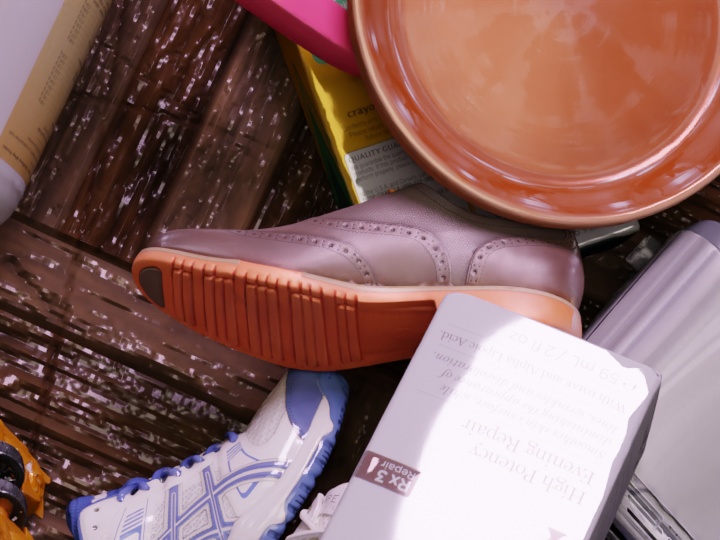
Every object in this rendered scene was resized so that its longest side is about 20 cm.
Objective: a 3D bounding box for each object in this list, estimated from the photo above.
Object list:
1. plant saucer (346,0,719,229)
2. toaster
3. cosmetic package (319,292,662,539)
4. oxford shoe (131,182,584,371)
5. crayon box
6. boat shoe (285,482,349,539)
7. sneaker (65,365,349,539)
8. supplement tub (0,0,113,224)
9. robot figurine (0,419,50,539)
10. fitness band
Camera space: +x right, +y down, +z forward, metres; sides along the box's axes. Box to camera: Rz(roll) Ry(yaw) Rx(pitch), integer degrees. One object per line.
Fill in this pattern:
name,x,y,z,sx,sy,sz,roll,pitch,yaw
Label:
plant saucer,0.091,-0.117,1.066,0.200,0.032,0.201,1,83,-12
toaster,0.167,0.085,1.091,0.129,0.114,0.200,-42,88,-8
cosmetic package,0.039,0.118,0.968,0.101,0.074,0.200,20,59,12
oxford shoe,0.000,0.000,1.067,0.199,0.071,0.073,8,59,0
crayon box,0.037,-0.089,1.134,0.125,0.052,0.200,-18,84,-10
boat shoe,-0.005,0.124,1.044,0.200,0.071,0.069,-27,121,-43
sneaker,-0.084,0.113,1.074,0.088,0.075,0.200,35,77,2
supplement tub,-0.195,-0.104,1.060,0.144,0.145,0.200,24,78,-3
robot figurine,-0.203,0.066,1.007,0.058,0.145,0.200,-35,122,11
fitness band,-0.009,-0.173,1.081,0.200,0.037,0.144,34,75,-15
